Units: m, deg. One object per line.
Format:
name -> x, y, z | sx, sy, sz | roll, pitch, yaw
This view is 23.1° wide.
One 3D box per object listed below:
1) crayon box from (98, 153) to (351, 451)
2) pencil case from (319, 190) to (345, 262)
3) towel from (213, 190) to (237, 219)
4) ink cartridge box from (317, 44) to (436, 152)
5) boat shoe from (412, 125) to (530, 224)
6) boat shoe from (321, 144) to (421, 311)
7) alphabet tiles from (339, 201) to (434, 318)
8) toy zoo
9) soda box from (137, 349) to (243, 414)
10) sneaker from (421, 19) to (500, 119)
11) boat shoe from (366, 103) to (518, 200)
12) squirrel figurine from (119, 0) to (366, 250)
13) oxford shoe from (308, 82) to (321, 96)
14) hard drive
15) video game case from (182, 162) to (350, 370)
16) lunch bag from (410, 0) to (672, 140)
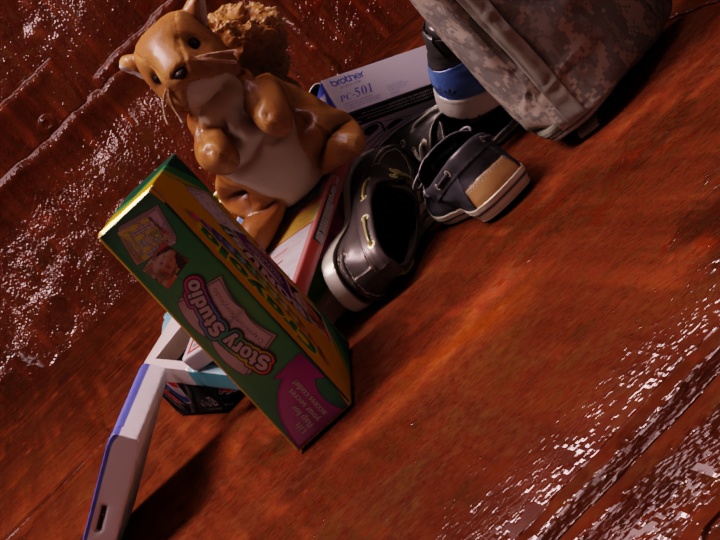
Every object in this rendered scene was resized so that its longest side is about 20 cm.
crayon box -> -0.090, 0.017, 1.251 | 0.058, 0.200, 0.173 | -42, 9, 5
pencil case -> -0.047, -0.020, 1.579 | 0.090, 0.094, 0.200 | 8, -31, -38
towel -> -0.099, -0.025, 1.686 | 0.086, 0.018, 0.200 | -39, -31, 17
ink cartridge box -> 0.052, -0.163, 1.623 | 0.199, 0.044, 0.094 | -21, -24, -22
boat shoe -> 0.080, -0.078, 1.388 | 0.075, 0.062, 0.200 | -46, 7, -3
boat shoe -> 0.022, -0.045, 1.446 | 0.060, 0.072, 0.202 | -33, 24, 30
alphabet tiles -> 0.000, 0.000, 1.563 | 0.167, 0.008, 0.200 | -49, 10, -30
toy zoo -> -0.102, 0.044, 1.487 | 0.199, 0.020, 0.131 | 3, 48, 46
soda box -> -0.145, 0.087, 1.621 | 0.071, 0.063, 0.200 | -46, 8, -17
sneaker -> 0.141, -0.221, 1.493 | 0.199, 0.112, 0.077 | -29, 43, -10
boat shoe -> 0.070, -0.114, 1.568 | 0.200, 0.071, 0.064 | -39, 10, 16
squirrel figurine -> -0.110, -0.146, 1.467 | 0.141, 0.186, 0.200 | -42, 23, 19
oxford shoe -> -0.031, -0.101, 1.680 | 0.070, 0.075, 0.201 | -34, 34, 23
hard drive -> -0.189, 0.162, 1.389 | 0.200, 0.025, 0.133 | -92, 17, -78
video game case -> -0.074, -0.019, 1.469 | 0.143, 0.017, 0.201 | -33, 28, 38
lunch bag -> 0.125, -0.206, 1.338 | 0.139, 0.200, 0.168 | -38, 9, 29
